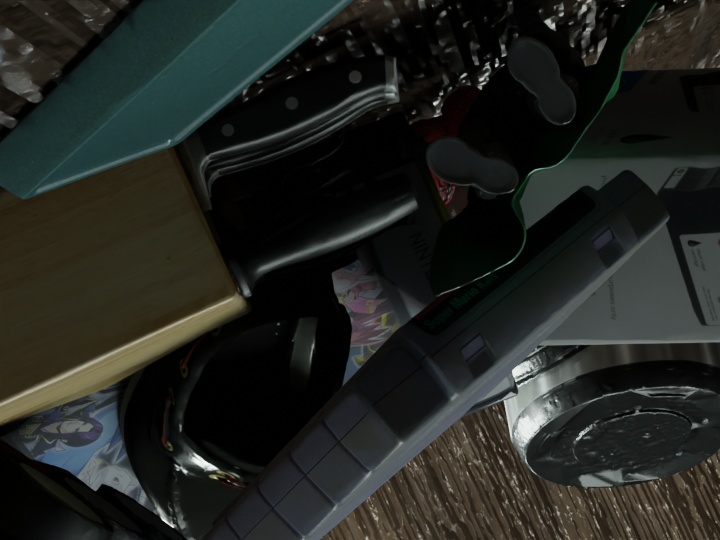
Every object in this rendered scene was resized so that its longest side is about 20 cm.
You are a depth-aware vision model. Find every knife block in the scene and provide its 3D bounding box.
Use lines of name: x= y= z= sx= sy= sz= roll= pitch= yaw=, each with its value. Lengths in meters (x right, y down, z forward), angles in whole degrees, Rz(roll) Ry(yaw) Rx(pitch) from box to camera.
knife block: x=-0.078 y=-0.006 z=0.831 sx=0.200 sy=0.064 sz=0.175 roll=-19 pitch=172 yaw=-46

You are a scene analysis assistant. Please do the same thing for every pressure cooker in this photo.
pressure cooker: x=0.178 y=0.039 z=1.905 sx=0.175 sy=0.201 sz=0.179 roll=-4 pitch=150 yaw=-7

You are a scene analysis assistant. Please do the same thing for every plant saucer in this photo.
plant saucer: x=-0.039 y=-0.062 z=0.693 sx=0.070 sy=0.019 sz=0.200 roll=-22 pitch=175 yaw=-31

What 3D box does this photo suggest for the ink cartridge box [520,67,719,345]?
ink cartridge box: x=0.161 y=-0.030 z=1.070 sx=0.199 sy=0.085 sz=0.145 roll=-1 pitch=-163 yaw=18

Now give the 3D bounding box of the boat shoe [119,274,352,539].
boat shoe: x=-0.048 y=0.055 z=1.000 sx=0.073 sy=0.063 sz=0.202 roll=-7 pitch=144 yaw=-17

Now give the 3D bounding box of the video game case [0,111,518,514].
video game case: x=-0.049 y=0.033 z=1.042 sx=0.199 sy=0.026 sz=0.181 roll=-22 pitch=144 yaw=3

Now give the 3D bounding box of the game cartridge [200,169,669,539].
game cartridge: x=0.024 y=0.039 z=0.925 sx=0.200 sy=0.038 sz=0.130 roll=-36 pitch=167 yaw=-51

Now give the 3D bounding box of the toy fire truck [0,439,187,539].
toy fire truck: x=-0.187 y=0.092 z=0.951 sx=0.129 sy=0.200 sz=0.176 roll=-54 pitch=165 yaw=-1

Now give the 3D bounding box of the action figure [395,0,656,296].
action figure: x=0.055 y=-0.054 z=0.938 sx=0.118 sy=0.055 sz=0.200 roll=-49 pitch=-179 yaw=5

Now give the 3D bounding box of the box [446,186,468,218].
box: x=0.031 y=0.003 z=1.436 sx=0.199 sy=0.075 sz=0.100 roll=-22 pitch=175 yaw=-16

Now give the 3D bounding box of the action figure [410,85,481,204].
action figure: x=0.000 y=0.000 z=1.105 sx=0.065 sy=0.052 sz=0.200 roll=-27 pitch=154 yaw=-56
